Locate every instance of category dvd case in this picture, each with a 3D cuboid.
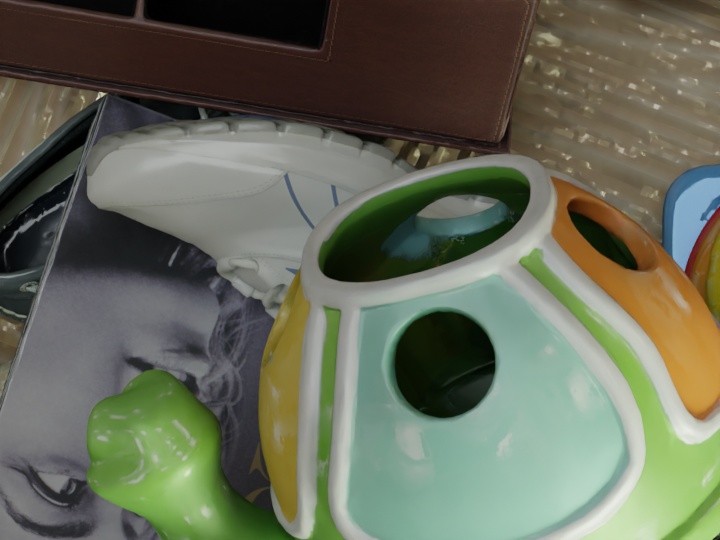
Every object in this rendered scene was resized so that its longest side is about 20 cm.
[{"bbox_3d":[-0.052,0.057,0.808,0.149,0.016,0.200,20,80,-17],"label":"dvd case"}]

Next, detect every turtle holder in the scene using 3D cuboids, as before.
[{"bbox_3d":[0.023,0.039,0.715,0.185,0.141,0.132,0,127,34],"label":"turtle holder"}]

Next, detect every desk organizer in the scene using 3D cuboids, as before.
[{"bbox_3d":[-0.039,-0.105,0.783,0.200,0.077,0.072,9,50,-2],"label":"desk organizer"}]

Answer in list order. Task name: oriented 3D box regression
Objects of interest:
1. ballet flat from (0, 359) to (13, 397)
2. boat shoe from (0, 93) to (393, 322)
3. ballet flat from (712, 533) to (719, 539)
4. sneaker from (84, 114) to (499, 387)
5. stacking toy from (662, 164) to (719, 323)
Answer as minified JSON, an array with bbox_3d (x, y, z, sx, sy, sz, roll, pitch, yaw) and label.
[{"bbox_3d":[-0.097,0.120,0.834,0.062,0.067,0.200,-31,79,-1],"label":"ballet flat"},{"bbox_3d":[-0.059,-0.046,0.845,0.200,0.062,0.073,-32,76,6],"label":"boat shoe"},{"bbox_3d":[0.180,0.147,0.759,0.200,0.074,0.074,39,92,9],"label":"ballet flat"},{"bbox_3d":[0.000,0.000,0.787,0.200,0.075,0.087,17,87,-16],"label":"sneaker"},{"bbox_3d":[0.152,0.005,0.723,0.116,0.200,0.110,-3,82,7],"label":"stacking toy"}]
